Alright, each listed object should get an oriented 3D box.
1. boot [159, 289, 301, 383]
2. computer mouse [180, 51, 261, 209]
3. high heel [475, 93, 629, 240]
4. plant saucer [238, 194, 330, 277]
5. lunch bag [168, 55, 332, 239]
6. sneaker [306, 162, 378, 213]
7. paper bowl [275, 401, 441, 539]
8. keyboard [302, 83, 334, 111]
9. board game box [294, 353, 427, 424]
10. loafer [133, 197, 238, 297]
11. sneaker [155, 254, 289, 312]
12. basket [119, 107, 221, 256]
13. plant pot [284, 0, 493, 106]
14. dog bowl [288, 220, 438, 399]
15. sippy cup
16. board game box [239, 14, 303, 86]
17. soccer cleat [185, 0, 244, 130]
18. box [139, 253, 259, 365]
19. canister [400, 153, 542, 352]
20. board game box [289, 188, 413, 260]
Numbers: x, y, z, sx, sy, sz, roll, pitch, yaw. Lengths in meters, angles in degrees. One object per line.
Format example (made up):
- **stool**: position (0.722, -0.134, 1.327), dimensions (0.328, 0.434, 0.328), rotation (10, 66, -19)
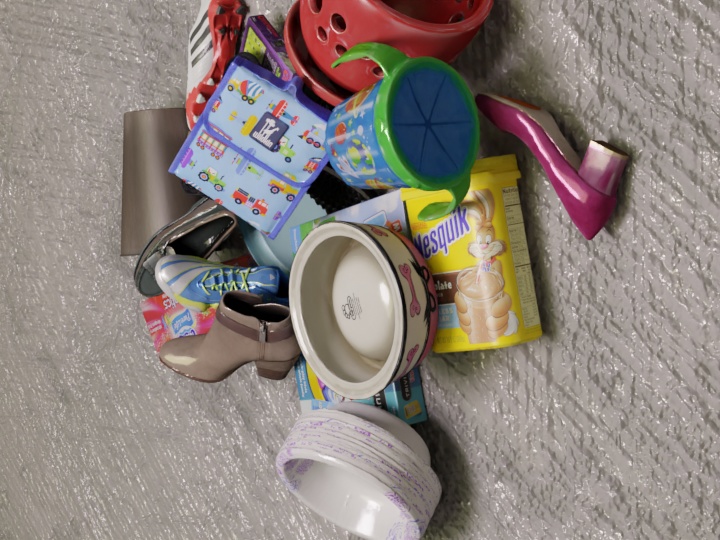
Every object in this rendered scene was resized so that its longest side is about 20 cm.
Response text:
- **boot**: position (-0.167, 0.080, 1.771), dimensions (0.147, 0.197, 0.071), rotation (92, -176, -53)
- **computer mouse**: position (-0.174, -0.184, 1.804), dimensions (0.139, 0.046, 0.203), rotation (12, 95, 44)
- **high heel**: position (0.187, -0.115, 1.449), dimensions (0.199, 0.067, 0.097), rotation (31, 110, 29)
- **plant saucer**: position (-0.095, -0.069, 1.807), dimensions (0.199, 0.027, 0.203), rotation (26, 127, 40)
- **lunch bag**: position (-0.107, -0.156, 1.576), dimensions (0.150, 0.095, 0.200), rotation (33, 138, -7)
- **sneaker**: position (-0.051, -0.143, 1.700), dimensions (0.198, 0.091, 0.070), rotation (30, 147, -3)
- **paper bowl**: position (0.005, 0.236, 1.663), dimensions (0.198, 0.105, 0.202), rotation (22, 151, 13)
- **keyboard**: position (-0.034, -0.246, 1.713), dimensions (0.200, 0.039, 0.106), rotation (134, 128, -59)
- **board game box**: position (-0.009, 0.123, 1.746), dimensions (0.199, 0.047, 0.153), rotation (-12, 88, 51)
- **loafer**: position (-0.234, -0.031, 1.842), dimensions (0.200, 0.072, 0.063), rotation (-43, 26, 18)
- **sneaker**: position (-0.163, 0.012, 1.791), dimensions (0.105, 0.198, 0.077), rotation (-38, 42, 41)
- **basket**: position (-0.275, -0.125, 1.963), dimensions (0.179, 0.135, 0.203), rotation (0, 94, 55)
- **plant pot**: position (0.025, -0.283, 1.519), dimensions (0.202, 0.198, 0.183), rotation (62, 145, 21)
- **dog bowl**: position (0.007, 0.039, 1.559), dimensions (0.199, 0.073, 0.203), rotation (15, 110, 47)
- **sippy cup**: position (0.035, -0.142, 1.442), dimensions (0.130, 0.138, 0.181), rotation (-10, 82, 50)
- **board game box**: position (-0.131, -0.221, 1.825), dimensions (0.121, 0.032, 0.201), rotation (57, 144, 32)
- **soccer cleat**: position (-0.208, -0.288, 1.902), dimensions (0.085, 0.068, 0.203), rotation (35, 120, 51)
- **box**: position (-0.214, 0.055, 1.939), dimensions (0.199, 0.095, 0.101), rotation (-24, 86, 50)
- **canister**: position (0.123, -0.016, 1.530), dimensions (0.148, 0.086, 0.203), rotation (-9, 91, 50)
- **board game box**: position (0.000, 0.000, 1.656), dimensions (0.199, 0.036, 0.154), rotation (-17, 78, 43)
